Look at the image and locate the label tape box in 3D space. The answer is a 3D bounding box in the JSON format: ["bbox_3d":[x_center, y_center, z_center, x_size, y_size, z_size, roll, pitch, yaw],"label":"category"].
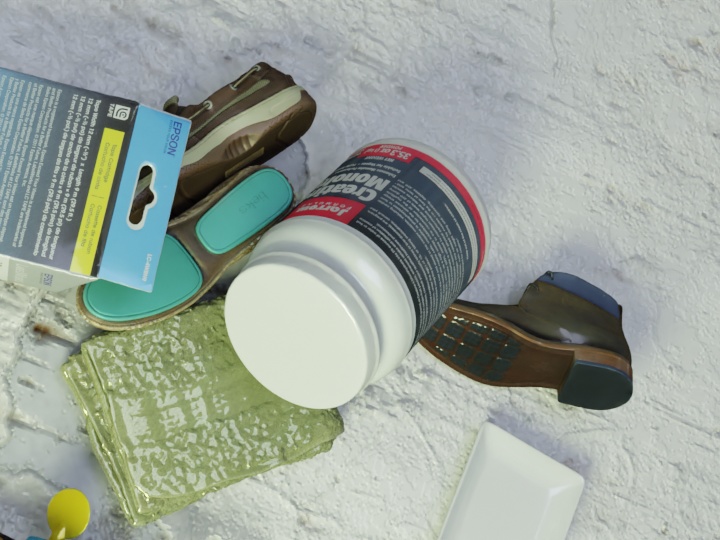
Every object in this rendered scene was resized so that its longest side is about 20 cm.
[{"bbox_3d":[-0.238,-0.064,1.452,0.199,0.066,0.144,14,70,-9],"label":"label tape box"}]

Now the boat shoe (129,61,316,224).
[{"bbox_3d":[-0.133,-0.098,1.542,0.202,0.075,0.075,-32,69,-27],"label":"boat shoe"}]

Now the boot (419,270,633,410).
[{"bbox_3d":[0.133,0.044,1.644,0.199,0.075,0.097,21,43,-9],"label":"boot"}]

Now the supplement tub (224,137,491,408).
[{"bbox_3d":[0.000,0.000,1.504,0.141,0.140,0.200,52,43,-6],"label":"supplement tub"}]

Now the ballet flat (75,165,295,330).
[{"bbox_3d":[-0.134,-0.010,1.512,0.199,0.065,0.071,-32,87,-24],"label":"ballet flat"}]

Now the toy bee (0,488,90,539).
[{"bbox_3d":[-0.242,0.205,1.395,0.131,0.109,0.200,-48,131,-14],"label":"toy bee"}]

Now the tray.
[{"bbox_3d":[0.104,0.233,1.595,0.107,0.022,0.201,31,66,-17],"label":"tray"}]

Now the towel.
[{"bbox_3d":[-0.118,0.097,1.512,0.199,0.036,0.149,-20,86,-28],"label":"towel"}]
